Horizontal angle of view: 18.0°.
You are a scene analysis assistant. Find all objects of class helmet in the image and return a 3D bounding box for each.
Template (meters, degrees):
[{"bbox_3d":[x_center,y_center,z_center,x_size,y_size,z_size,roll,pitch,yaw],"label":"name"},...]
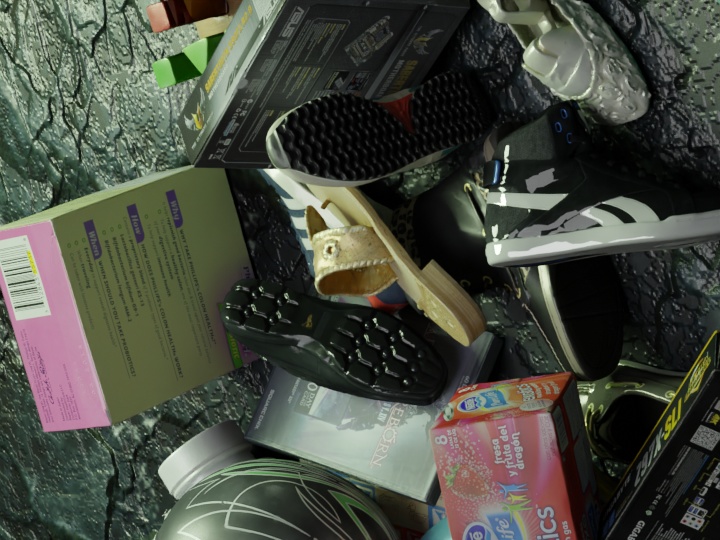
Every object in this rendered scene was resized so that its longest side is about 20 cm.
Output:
[{"bbox_3d":[-0.062,0.246,1.809,0.199,0.199,0.193,5,105,43],"label":"helmet"}]

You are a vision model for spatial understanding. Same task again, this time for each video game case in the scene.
[{"bbox_3d":[0.008,0.096,1.831,0.199,0.019,0.144,15,77,40],"label":"video game case"}]

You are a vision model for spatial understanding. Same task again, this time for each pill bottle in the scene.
[{"bbox_3d":[-0.087,0.233,1.973,0.201,0.112,0.112,56,135,13],"label":"pill bottle"}]

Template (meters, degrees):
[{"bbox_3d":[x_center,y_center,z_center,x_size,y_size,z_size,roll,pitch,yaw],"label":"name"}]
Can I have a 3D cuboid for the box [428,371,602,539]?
[{"bbox_3d":[0.122,0.186,1.644,0.095,0.100,0.202,-9,102,18],"label":"box"}]

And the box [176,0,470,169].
[{"bbox_3d":[-0.030,-0.156,1.719,0.200,0.157,0.049,-56,46,45],"label":"box"}]

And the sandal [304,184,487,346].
[{"bbox_3d":[-0.001,-0.003,1.712,0.212,0.070,0.078,42,165,27],"label":"sandal"}]

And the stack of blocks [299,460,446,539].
[{"bbox_3d":[0.041,0.170,1.859,0.199,0.058,0.116,13,115,40],"label":"stack of blocks"}]

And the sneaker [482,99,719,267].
[{"bbox_3d":[0.178,-0.069,1.599,0.198,0.073,0.113,-7,84,17],"label":"sneaker"}]

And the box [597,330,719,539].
[{"bbox_3d":[0.274,0.151,1.580,0.159,0.050,0.201,21,128,-5],"label":"box"}]

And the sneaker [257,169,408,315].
[{"bbox_3d":[-0.032,-0.036,1.836,0.200,0.075,0.085,44,129,23],"label":"sneaker"}]

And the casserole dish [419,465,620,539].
[{"bbox_3d":[0.127,0.227,1.756,0.199,0.039,0.122,-33,94,22],"label":"casserole dish"}]

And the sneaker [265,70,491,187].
[{"bbox_3d":[0.002,-0.092,1.697,0.093,0.199,0.071,-33,78,51],"label":"sneaker"}]

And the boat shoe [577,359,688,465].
[{"bbox_3d":[0.202,0.109,1.678,0.201,0.060,0.073,-2,105,44],"label":"boat shoe"}]

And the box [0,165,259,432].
[{"bbox_3d":[-0.192,0.019,1.923,0.096,0.199,0.177,-8,101,45],"label":"box"}]

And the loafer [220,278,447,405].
[{"bbox_3d":[-0.018,0.061,1.814,0.199,0.068,0.070,19,161,22],"label":"loafer"}]

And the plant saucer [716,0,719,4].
[{"bbox_3d":[0.223,-0.247,1.547,0.200,0.019,0.070,51,134,18],"label":"plant saucer"}]

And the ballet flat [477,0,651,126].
[{"bbox_3d":[0.126,-0.178,1.635,0.201,0.072,0.072,54,135,13],"label":"ballet flat"}]

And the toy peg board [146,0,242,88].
[{"bbox_3d":[-0.100,-0.244,1.804,0.199,0.097,0.201,-12,98,45],"label":"toy peg board"}]

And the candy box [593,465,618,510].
[{"bbox_3d":[0.176,0.210,1.704,0.199,0.026,0.103,37,109,3],"label":"candy box"}]

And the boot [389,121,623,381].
[{"bbox_3d":[0.107,0.005,1.720,0.150,0.073,0.201,-29,84,46],"label":"boot"}]
